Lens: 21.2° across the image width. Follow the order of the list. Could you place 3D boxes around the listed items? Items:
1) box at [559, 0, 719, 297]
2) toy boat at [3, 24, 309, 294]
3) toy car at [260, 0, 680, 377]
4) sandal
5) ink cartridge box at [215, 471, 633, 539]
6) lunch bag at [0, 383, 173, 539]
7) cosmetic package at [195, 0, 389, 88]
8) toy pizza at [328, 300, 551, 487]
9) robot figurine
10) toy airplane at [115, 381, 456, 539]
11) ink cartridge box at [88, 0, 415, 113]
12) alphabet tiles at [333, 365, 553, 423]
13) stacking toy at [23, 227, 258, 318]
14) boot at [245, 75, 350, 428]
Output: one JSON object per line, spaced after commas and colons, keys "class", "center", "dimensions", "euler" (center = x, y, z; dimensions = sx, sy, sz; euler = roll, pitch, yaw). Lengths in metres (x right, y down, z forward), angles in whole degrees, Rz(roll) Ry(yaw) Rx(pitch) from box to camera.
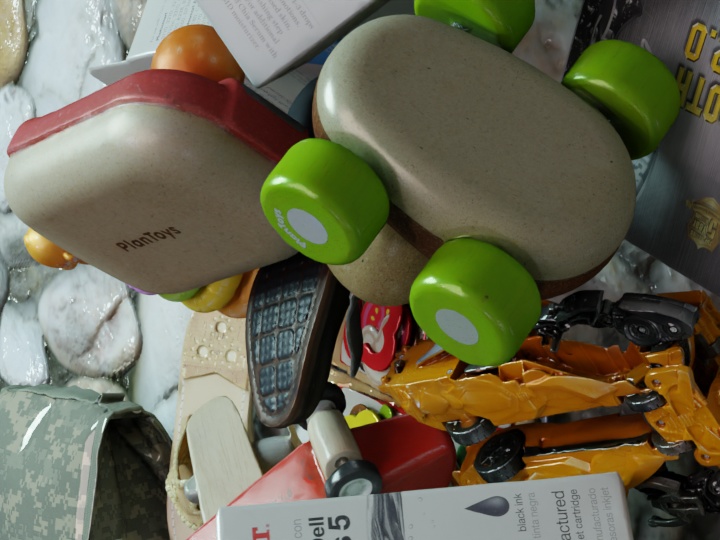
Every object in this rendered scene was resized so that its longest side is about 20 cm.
{"class": "box", "center": [0.178, -0.077, 0.907], "dimensions": [0.200, 0.048, 0.159], "euler": [37, 119, 46]}
{"class": "toy boat", "center": [-0.099, -0.072, 1.026], "dimensions": [0.199, 0.130, 0.131], "euler": [-15, 50, 48]}
{"class": "toy car", "center": [0.039, -0.022, 0.934], "dimensions": [0.157, 0.165, 0.200], "euler": [34, 151, 7]}
{"class": "sandal", "center": [-0.100, 0.122, 1.234], "dimensions": [0.077, 0.070, 0.213], "euler": [0, 89, 19]}
{"class": "ink cartridge box", "center": [0.034, 0.184, 0.904], "dimensions": [0.084, 0.198, 0.146], "euler": [86, 179, -51]}
{"class": "lunch bag", "center": [-0.188, 0.177, 1.333], "dimensions": [0.164, 0.117, 0.202], "euler": [4, 99, 52]}
{"class": "cosmetic package", "center": [0.005, -0.188, 0.936], "dimensions": [0.199, 0.071, 0.102], "euler": [-33, 93, 27]}
{"class": "toy pizza", "center": [0.033, 0.080, 1.101], "dimensions": [0.200, 0.032, 0.202], "euler": [1, 91, 52]}
{"class": "robot figurine", "center": [0.113, 0.063, 0.942], "dimensions": [0.199, 0.058, 0.145], "euler": [-14, 123, 40]}
{"class": "toy airplane", "center": [-0.045, 0.166, 1.070], "dimensions": [0.198, 0.141, 0.201], "euler": [1, 62, 39]}
{"class": "ink cartridge box", "center": [-0.052, -0.131, 1.120], "dimensions": [0.199, 0.115, 0.068], "euler": [-6, 61, 45]}
{"class": "alphabet tiles", "center": [0.043, 0.073, 1.120], "dimensions": [0.199, 0.006, 0.168], "euler": [6, 96, 52]}
{"class": "stacking toy", "center": [-0.110, -0.019, 1.157], "dimensions": [0.116, 0.199, 0.110], "euler": [49, 128, 45]}
{"class": "boot", "center": [0.000, 0.000, 1.042], "dimensions": [0.075, 0.097, 0.201], "euler": [-17, 56, 48]}
